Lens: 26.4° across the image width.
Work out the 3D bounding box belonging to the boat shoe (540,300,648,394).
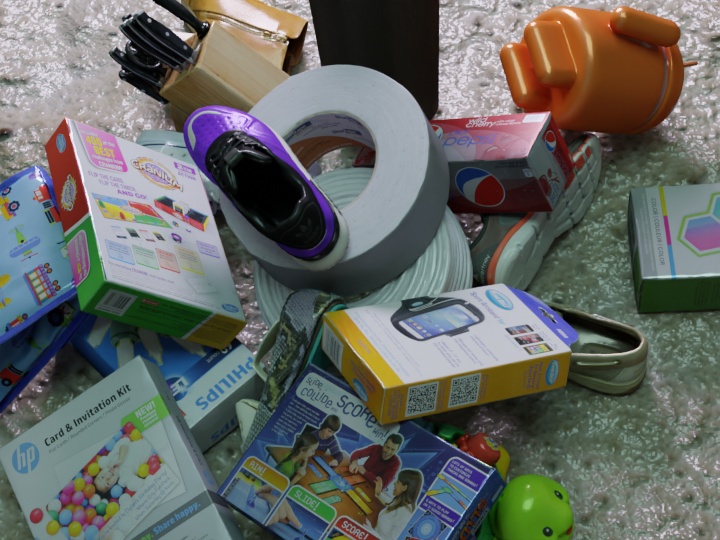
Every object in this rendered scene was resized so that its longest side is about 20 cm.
[{"bbox_3d":[0.160,0.055,1.373,0.198,0.065,0.073,15,59,15],"label":"boat shoe"}]

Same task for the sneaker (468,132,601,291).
[{"bbox_3d":[0.157,-0.066,1.451,0.081,0.077,0.200,22,56,32],"label":"sneaker"}]

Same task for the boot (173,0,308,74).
[{"bbox_3d":[-0.124,-0.276,1.625,0.142,0.071,0.203,8,60,3],"label":"boot"}]

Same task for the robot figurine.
[{"bbox_3d":[0.229,-0.190,1.464,0.198,0.145,0.117,0,26,-36],"label":"robot figurine"}]

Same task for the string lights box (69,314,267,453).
[{"bbox_3d":[-0.184,0.071,1.398,0.103,0.059,0.200,-39,62,-21],"label":"string lights box"}]

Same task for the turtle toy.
[{"bbox_3d":[0.079,0.189,1.268,0.198,0.101,0.147,16,59,9],"label":"turtle toy"}]

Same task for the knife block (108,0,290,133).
[{"bbox_3d":[-0.140,-0.196,1.501,0.198,0.176,0.064,9,58,11],"label":"knife block"}]

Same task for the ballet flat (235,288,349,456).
[{"bbox_3d":[-0.070,0.109,1.325,0.071,0.072,0.202,20,94,18],"label":"ballet flat"}]

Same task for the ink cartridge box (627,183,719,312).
[{"bbox_3d":[0.349,-0.023,1.410,0.198,0.060,0.105,-2,56,4],"label":"ink cartridge box"}]

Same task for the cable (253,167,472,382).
[{"bbox_3d":[0.000,0.000,1.396,0.198,0.069,0.202,-22,61,12],"label":"cable"}]

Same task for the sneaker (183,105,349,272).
[{"bbox_3d":[-0.093,-0.087,1.294,0.070,0.099,0.200,-49,60,4],"label":"sneaker"}]

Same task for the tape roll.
[{"bbox_3d":[-0.024,-0.080,1.364,0.198,0.066,0.202,-8,64,17],"label":"tape roll"}]

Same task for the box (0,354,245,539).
[{"bbox_3d":[-0.200,0.197,1.289,0.155,0.041,0.201,-33,64,5],"label":"box"}]

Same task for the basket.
[{"bbox_3d":[0.016,-0.246,1.490,0.134,0.202,0.181,4,36,14],"label":"basket"}]

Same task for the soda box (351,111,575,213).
[{"bbox_3d":[0.095,-0.098,1.430,0.198,0.070,0.064,1,47,38],"label":"soda box"}]

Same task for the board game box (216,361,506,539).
[{"bbox_3d":[-0.002,0.173,1.216,0.199,0.035,0.136,28,75,35],"label":"board game box"}]

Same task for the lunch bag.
[{"bbox_3d":[-0.321,0.010,1.382,0.200,0.094,0.151,-41,57,14],"label":"lunch bag"}]

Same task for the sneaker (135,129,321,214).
[{"bbox_3d":[-0.135,-0.087,1.500,0.198,0.073,0.071,6,66,20],"label":"sneaker"}]

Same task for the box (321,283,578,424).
[{"bbox_3d":[0.080,0.065,1.276,0.198,0.042,0.119,-7,32,-25],"label":"box"}]

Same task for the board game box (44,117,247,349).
[{"bbox_3d":[-0.192,-0.033,1.360,0.040,0.152,0.201,-46,45,28],"label":"board game box"}]
